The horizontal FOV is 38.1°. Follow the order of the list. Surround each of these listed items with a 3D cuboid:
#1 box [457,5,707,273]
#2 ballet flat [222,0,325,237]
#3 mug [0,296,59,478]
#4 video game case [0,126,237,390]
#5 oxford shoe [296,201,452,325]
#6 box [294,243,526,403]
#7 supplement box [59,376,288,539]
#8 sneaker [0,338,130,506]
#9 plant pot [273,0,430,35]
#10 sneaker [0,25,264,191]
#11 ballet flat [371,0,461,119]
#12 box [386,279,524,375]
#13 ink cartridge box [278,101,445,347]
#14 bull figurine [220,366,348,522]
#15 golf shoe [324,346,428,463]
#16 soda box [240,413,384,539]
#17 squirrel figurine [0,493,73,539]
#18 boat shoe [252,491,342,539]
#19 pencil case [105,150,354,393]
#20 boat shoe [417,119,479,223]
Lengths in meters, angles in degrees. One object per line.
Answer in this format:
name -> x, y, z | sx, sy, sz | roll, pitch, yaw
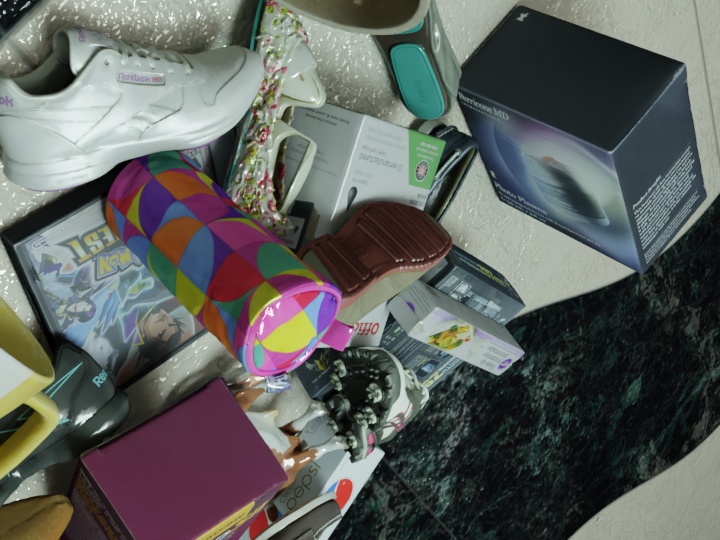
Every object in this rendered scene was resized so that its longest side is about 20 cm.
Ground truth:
box -> 0.219, -0.130, 1.039 | 0.123, 0.200, 0.199 | -47, 141, -13
ballet flat -> -0.061, -0.117, 0.812 | 0.076, 0.064, 0.201 | -22, 124, -79
mug -> -0.286, 0.078, 0.649 | 0.153, 0.149, 0.187 | -43, 106, -7
video game case -> -0.166, -0.006, 0.832 | 0.200, 0.025, 0.181 | -36, 138, -27
oxford shoe -> 0.000, 0.000, 0.832 | 0.200, 0.070, 0.075 | -22, 153, -49
box -> 0.052, 0.065, 1.056 | 0.200, 0.051, 0.158 | -43, 145, 16
supplement box -> -0.159, 0.192, 0.847 | 0.131, 0.103, 0.200 | -28, 163, -32
sneaker -> -0.273, 0.129, 0.776 | 0.200, 0.075, 0.079 | -35, 110, -12
plant pot -> -0.005, -0.293, 0.701 | 0.184, 0.200, 0.200 | -63, 144, -12
sneaker -> -0.154, -0.126, 0.714 | 0.200, 0.075, 0.100 | -27, 131, -27
ballet flat -> 0.041, -0.217, 0.904 | 0.200, 0.067, 0.064 | 63, 38, -49
box -> 0.095, 0.057, 0.996 | 0.039, 0.041, 0.200 | -43, 148, 14
ink cartridge box -> -0.021, -0.037, 0.900 | 0.146, 0.084, 0.201 | 4, 105, -58
bull figurine -> -0.090, 0.161, 0.982 | 0.121, 0.065, 0.200 | -35, 137, 5
golf shoe -> 0.020, 0.110, 0.973 | 0.088, 0.077, 0.200 | -26, 162, -18
soda box -> -0.064, 0.250, 1.093 | 0.200, 0.064, 0.068 | -55, 143, -3
squirrel figurine -> -0.302, 0.291, 0.816 | 0.199, 0.142, 0.187 | -10, 146, -13
boat shoe -> -0.080, 0.269, 0.965 | 0.200, 0.060, 0.072 | -23, 164, -51
pencil case -> -0.097, -0.006, 0.725 | 0.088, 0.200, 0.089 | -30, 143, -26
boat shoe -> 0.055, -0.047, 1.022 | 0.075, 0.062, 0.200 | 11, 108, -59
